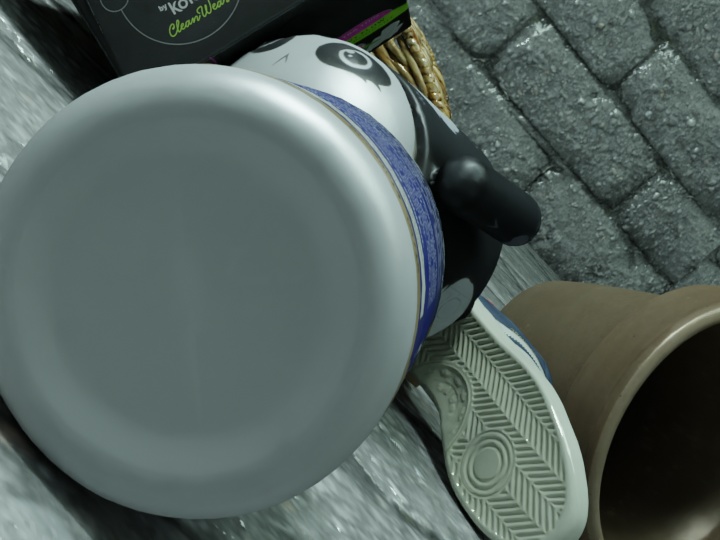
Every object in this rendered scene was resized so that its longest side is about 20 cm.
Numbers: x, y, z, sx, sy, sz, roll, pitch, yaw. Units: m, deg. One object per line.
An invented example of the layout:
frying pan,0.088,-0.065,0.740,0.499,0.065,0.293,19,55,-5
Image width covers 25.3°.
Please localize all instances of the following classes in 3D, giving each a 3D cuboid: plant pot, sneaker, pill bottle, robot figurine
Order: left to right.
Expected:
pill bottle,-0.032,-0.001,0.492,0.116,0.116,0.200,49,8,1
robot figurine,-0.003,-0.037,0.789,0.200,0.150,0.125,32,29,-57
sneaker,0.082,0.078,0.860,0.084,0.075,0.201,33,22,-42
plant pot,0.168,0.087,1.032,0.200,0.201,0.174,43,-7,-37

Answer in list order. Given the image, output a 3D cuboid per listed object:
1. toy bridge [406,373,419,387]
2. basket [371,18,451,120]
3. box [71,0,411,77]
toy bridge,0.000,0.000,1.006,0.067,0.027,0.200,42,10,-28
basket,-0.025,-0.149,1.162,0.200,0.143,0.149,49,8,0
box,-0.067,-0.159,0.834,0.125,0.148,0.200,58,2,5
